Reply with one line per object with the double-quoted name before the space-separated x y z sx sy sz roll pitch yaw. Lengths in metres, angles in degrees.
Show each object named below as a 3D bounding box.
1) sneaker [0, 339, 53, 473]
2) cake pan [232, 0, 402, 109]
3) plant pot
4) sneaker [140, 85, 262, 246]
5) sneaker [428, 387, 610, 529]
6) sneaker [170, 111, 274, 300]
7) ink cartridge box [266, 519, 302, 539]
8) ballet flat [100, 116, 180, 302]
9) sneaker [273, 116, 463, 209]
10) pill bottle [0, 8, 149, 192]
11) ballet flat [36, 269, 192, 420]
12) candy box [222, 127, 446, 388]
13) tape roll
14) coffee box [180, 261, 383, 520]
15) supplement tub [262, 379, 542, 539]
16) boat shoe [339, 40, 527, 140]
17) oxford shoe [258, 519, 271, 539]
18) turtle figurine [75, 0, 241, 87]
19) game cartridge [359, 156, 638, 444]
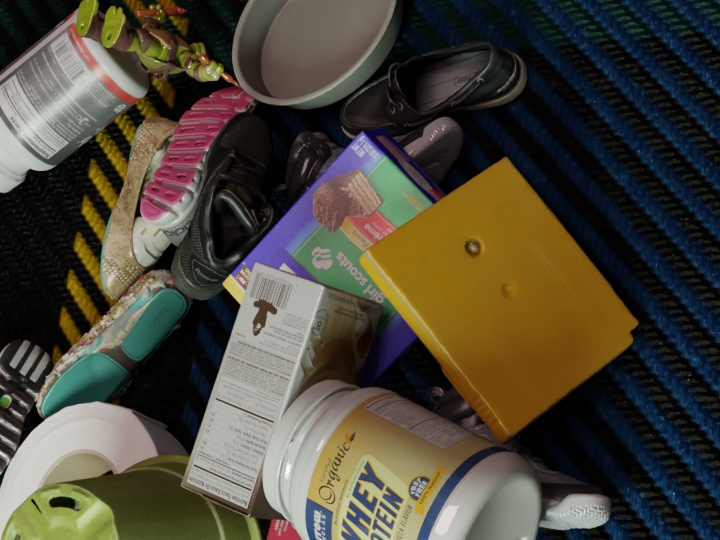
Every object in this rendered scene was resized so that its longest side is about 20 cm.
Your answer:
"sneaker" -0.385 0.170 1.765 0.116 0.075 0.201 -45 9 48
"cake pan" -0.040 -0.246 1.760 0.198 0.037 0.202 -18 54 26
"plant pot" -0.213 0.251 1.514 0.198 0.190 0.203 -5 76 23
"sneaker" -0.150 -0.100 1.767 0.073 0.088 0.201 3 50 32
"sneaker" 0.128 0.153 1.497 0.198 0.075 0.115 6 77 34
"sneaker" -0.112 -0.077 1.657 0.114 0.076 0.201 -37 28 54
"ink cartridge box" 0.012 0.274 1.521 0.198 0.085 0.149 8 74 33
"ballet flat" -0.215 -0.065 1.789 0.065 0.070 0.202 0 73 32
"sneaker" -0.001 -0.104 1.677 0.200 0.075 0.114 -39 60 14
"pill bottle" -0.334 -0.181 1.872 0.199 0.116 0.117 -36 58 14
"ballet flat" -0.248 0.075 1.764 0.200 0.076 0.064 -41 30 4
"candy box" 0.000 0.000 1.591 0.169 0.077 0.200 46 106 8
"tape roll" -0.256 0.232 1.698 0.200 0.071 0.205 -11 66 26
"coffee box" -0.065 0.106 1.496 0.079 0.114 0.202 18 90 30
"supplement tub" 0.032 0.182 1.410 0.199 0.144 0.146 24 84 34
"boat shoe" 0.058 -0.176 1.678 0.197 0.066 0.075 -8 68 27
"oxford shoe" -0.120 0.218 1.627 0.071 0.071 0.202 -3 68 30
"turtle figurine" -0.217 -0.238 1.815 0.200 0.160 0.065 46 112 41
"game cartridge" 0.122 0.023 1.496 0.176 0.032 0.201 -33 80 -28
